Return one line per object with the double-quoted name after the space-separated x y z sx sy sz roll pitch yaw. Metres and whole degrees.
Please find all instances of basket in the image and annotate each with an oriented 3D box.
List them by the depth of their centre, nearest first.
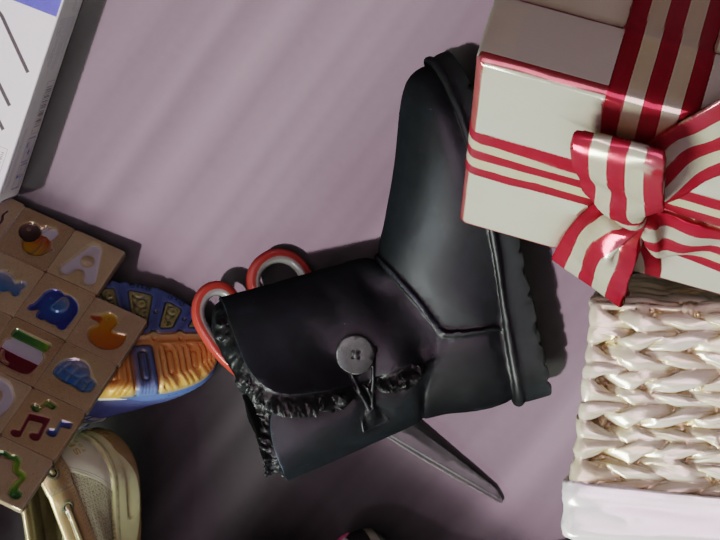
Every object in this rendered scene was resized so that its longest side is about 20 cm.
0.207 0.071 1.197 0.199 0.136 0.124 2 97 10 "basket"

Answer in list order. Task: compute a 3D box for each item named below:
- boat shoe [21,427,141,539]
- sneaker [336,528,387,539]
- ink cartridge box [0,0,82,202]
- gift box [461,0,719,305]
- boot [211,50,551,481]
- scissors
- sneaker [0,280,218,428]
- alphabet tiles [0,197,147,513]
-0.156 0.189 1.282 0.073 0.063 0.202 12 106 44 "boat shoe"
0.075 0.196 1.275 0.200 0.074 0.087 36 72 21 "sneaker"
-0.206 -0.147 1.289 0.094 0.044 0.201 22 102 5 "ink cartridge box"
0.157 -0.094 1.082 0.199 0.185 0.187 15 67 12 "gift box"
0.000 0.000 1.236 0.167 0.076 0.201 -15 102 -5 "boot"
-0.010 0.074 1.290 0.073 0.014 0.200 -41 92 -14 "scissors"
-0.178 0.063 1.310 0.199 0.088 0.076 -6 54 -4 "sneaker"
-0.219 0.044 1.265 0.166 0.006 0.200 23 59 14 "alphabet tiles"
